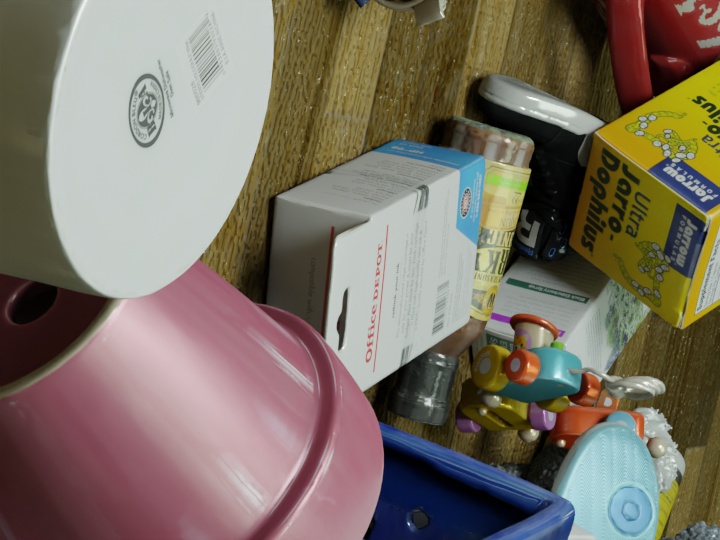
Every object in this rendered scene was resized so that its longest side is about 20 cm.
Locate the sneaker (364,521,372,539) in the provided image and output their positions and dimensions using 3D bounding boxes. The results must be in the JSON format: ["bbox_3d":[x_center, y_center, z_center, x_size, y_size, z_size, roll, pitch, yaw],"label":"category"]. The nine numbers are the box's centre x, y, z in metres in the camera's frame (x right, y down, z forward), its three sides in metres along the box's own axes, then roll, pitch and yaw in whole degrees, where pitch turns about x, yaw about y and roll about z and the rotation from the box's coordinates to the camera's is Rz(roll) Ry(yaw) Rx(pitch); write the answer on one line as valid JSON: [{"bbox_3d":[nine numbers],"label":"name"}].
[{"bbox_3d":[0.022,0.221,1.647,0.200,0.071,0.099,53,52,-63],"label":"sneaker"}]

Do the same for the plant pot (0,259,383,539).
[{"bbox_3d":[-0.115,0.066,1.165,0.179,0.200,0.200,55,53,-38],"label":"plant pot"}]

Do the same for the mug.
[{"bbox_3d":[0.222,-0.203,1.739,0.200,0.133,0.178,47,26,-57],"label":"mug"}]

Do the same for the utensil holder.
[{"bbox_3d":[-0.158,-0.085,0.959,0.170,0.200,0.170,-40,138,-50],"label":"utensil holder"}]

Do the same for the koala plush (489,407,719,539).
[{"bbox_3d":[0.175,0.206,1.781,0.200,0.177,0.184,68,8,28],"label":"koala plush"}]

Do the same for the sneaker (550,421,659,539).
[{"bbox_3d":[0.127,0.197,1.605,0.131,0.080,0.200,171,-68,-69],"label":"sneaker"}]

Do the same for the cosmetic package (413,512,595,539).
[{"bbox_3d":[0.055,0.231,1.534,0.071,0.101,0.200,8,108,-52],"label":"cosmetic package"}]

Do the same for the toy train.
[{"bbox_3d":[0.142,0.078,1.665,0.200,0.150,0.056,91,4,-71],"label":"toy train"}]

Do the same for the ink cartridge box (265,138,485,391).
[{"bbox_3d":[0.000,0.000,1.487,0.200,0.067,0.116,-28,129,-58],"label":"ink cartridge box"}]

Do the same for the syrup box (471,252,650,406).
[{"bbox_3d":[0.160,0.016,1.809,0.200,0.081,0.079,-50,144,-39],"label":"syrup box"}]

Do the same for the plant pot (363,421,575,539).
[{"bbox_3d":[-0.018,0.199,1.416,0.200,0.200,0.180,-15,122,-62],"label":"plant pot"}]

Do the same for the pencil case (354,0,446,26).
[{"bbox_3d":[0.062,-0.213,1.483,0.200,0.078,0.089,-36,114,-54],"label":"pencil case"}]

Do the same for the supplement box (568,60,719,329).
[{"bbox_3d":[0.258,-0.067,1.720,0.200,0.110,0.109,-30,145,-34],"label":"supplement box"}]

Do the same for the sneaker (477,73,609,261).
[{"bbox_3d":[0.128,-0.063,1.714,0.200,0.073,0.112,17,100,-56],"label":"sneaker"}]

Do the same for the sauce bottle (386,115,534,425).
[{"bbox_3d":[0.062,0.001,1.619,0.065,0.065,0.200,0,106,-64],"label":"sauce bottle"}]

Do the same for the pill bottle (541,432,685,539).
[{"bbox_3d":[0.168,0.218,1.902,0.200,0.111,0.111,-66,153,-17],"label":"pill bottle"}]
